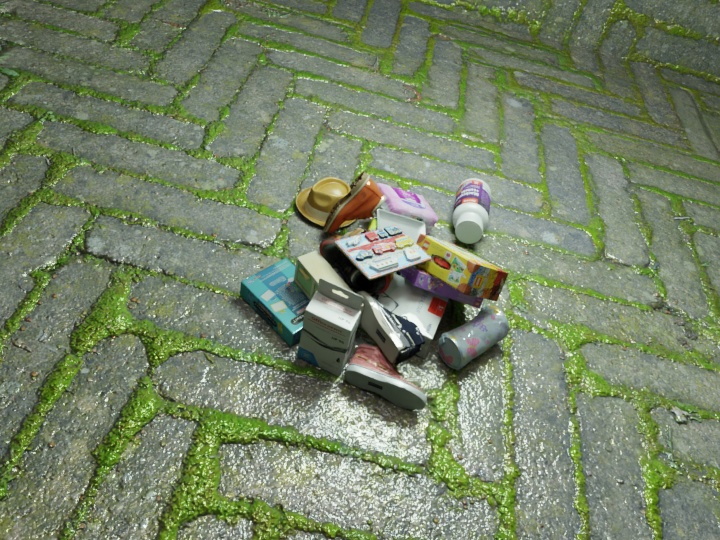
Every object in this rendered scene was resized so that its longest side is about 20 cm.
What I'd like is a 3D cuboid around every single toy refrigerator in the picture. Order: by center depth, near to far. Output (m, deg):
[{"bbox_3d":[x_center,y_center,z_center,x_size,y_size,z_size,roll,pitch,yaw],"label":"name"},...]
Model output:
[{"bbox_3d":[-0.081,0.052,1.476,0.069,0.077,0.201,-20,54,-33],"label":"toy refrigerator"}]

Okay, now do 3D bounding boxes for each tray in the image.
[{"bbox_3d":[0.110,-0.095,1.710,0.196,0.022,0.111,11,73,-42],"label":"tray"}]

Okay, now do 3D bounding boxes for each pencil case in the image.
[{"bbox_3d":[0.279,0.161,1.525,0.197,0.082,0.093,-27,95,-34],"label":"pencil case"}]

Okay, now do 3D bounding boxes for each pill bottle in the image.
[{"bbox_3d":[0.334,-0.176,1.867,0.108,0.113,0.203,16,43,2],"label":"pill bottle"}]

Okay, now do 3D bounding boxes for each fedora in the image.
[{"bbox_3d":[-0.089,-0.212,1.803,0.194,0.083,0.204,8,43,-7],"label":"fedora"}]

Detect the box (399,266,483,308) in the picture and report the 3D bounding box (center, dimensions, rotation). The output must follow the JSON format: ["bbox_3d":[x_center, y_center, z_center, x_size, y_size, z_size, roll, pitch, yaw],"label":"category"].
[{"bbox_3d":[0.206,0.032,1.594,0.195,0.040,0.137,19,10,-19],"label":"box"}]

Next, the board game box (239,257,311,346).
[{"bbox_3d":[-0.177,0.072,1.517,0.199,0.048,0.149,41,48,24],"label":"board game box"}]

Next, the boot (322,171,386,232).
[{"bbox_3d":[-0.018,-0.161,1.707,0.107,0.200,0.076,39,21,-17],"label":"boot"}]

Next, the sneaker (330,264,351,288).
[{"bbox_3d":[0.000,0.000,1.596,0.195,0.090,0.076,-26,11,-8],"label":"sneaker"}]

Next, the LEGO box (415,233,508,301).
[{"bbox_3d":[0.242,-0.008,1.537,0.146,0.079,0.199,13,15,-43],"label":"LEGO box"}]

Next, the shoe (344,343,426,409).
[{"bbox_3d":[0.066,0.235,1.404,0.195,0.073,0.092,20,46,10],"label":"shoe"}]

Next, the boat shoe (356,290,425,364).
[{"bbox_3d":[0.068,0.124,1.441,0.091,0.076,0.202,-13,56,-35],"label":"boat shoe"}]

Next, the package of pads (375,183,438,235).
[{"bbox_3d":[0.120,-0.177,1.792,0.196,0.076,0.122,9,39,-41],"label":"package of pads"}]

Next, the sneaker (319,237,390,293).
[{"bbox_3d":[-0.020,-0.010,1.488,0.198,0.072,0.098,34,19,7],"label":"sneaker"}]

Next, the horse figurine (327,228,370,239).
[{"bbox_3d":[-0.036,-0.072,1.638,0.051,0.196,0.133,59,41,-15],"label":"horse figurine"}]

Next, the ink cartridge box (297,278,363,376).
[{"bbox_3d":[-0.069,0.128,1.378,0.113,0.204,0.068,22,43,9],"label":"ink cartridge box"}]

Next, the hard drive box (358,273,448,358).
[{"bbox_3d":[0.103,0.102,1.546,0.195,0.078,0.157,23,44,8],"label":"hard drive box"}]

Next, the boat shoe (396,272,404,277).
[{"bbox_3d":[0.178,-0.028,1.706,0.196,0.070,0.057,-23,53,-30],"label":"boat shoe"}]

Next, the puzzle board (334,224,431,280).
[{"bbox_3d":[0.056,-0.050,1.494,0.196,0.018,0.151,-17,45,-34],"label":"puzzle board"}]

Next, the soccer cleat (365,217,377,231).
[{"bbox_3d":[0.022,-0.084,1.722,0.082,0.066,0.202,-21,26,21],"label":"soccer cleat"}]
